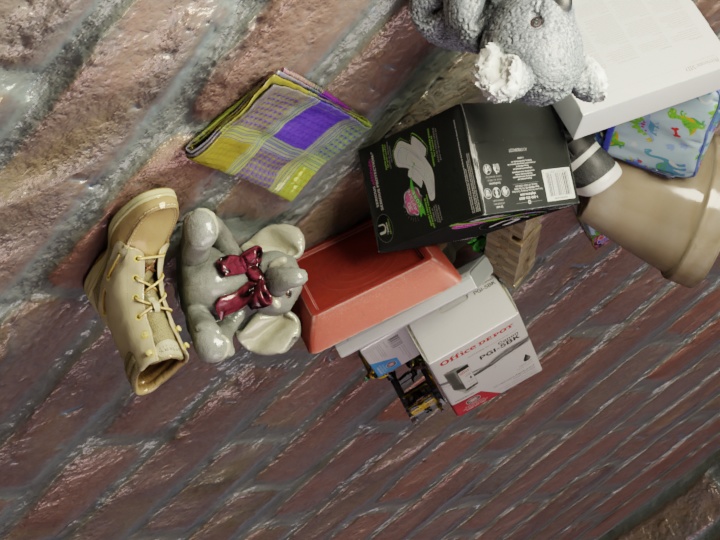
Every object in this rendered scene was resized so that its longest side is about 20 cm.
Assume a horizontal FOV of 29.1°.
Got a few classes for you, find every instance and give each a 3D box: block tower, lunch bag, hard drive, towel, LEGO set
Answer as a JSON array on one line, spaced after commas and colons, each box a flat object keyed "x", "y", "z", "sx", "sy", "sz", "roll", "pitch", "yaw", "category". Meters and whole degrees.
[{"x": 0.199, "y": -0.061, "z": 1.779, "sx": 0.054, "sy": 0.058, "sz": 0.201, "roll": -47, "pitch": 156, "yaw": -29, "category": "block tower"}, {"x": 0.352, "y": -0.203, "z": 1.664, "sx": 0.201, "sy": 0.159, "sz": 0.083, "roll": 95, "pitch": 19, "yaw": -61, "category": "lunch bag"}, {"x": 0.070, "y": 0.045, "z": 1.782, "sx": 0.199, "sy": 0.027, "sz": 0.132, "roll": -27, "pitch": -177, "yaw": 17, "category": "hard drive"}, {"x": -0.085, "y": -0.141, "z": 1.487, "sx": 0.143, "sy": 0.023, "sz": 0.199, "roll": -39, "pitch": 152, "yaw": 18, "category": "towel"}, {"x": 0.108, "y": 0.144, "z": 2.073, "sx": 0.199, "sy": 0.116, "sz": 0.154, "roll": -29, "pitch": 154, "yaw": -1, "category": "LEGO set"}]

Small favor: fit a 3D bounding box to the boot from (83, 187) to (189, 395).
[{"x": -0.225, "y": 0.024, "z": 1.490, "sx": 0.072, "sy": 0.156, "sz": 0.200, "roll": -4, "pitch": 145, "yaw": -40, "category": "boot"}]

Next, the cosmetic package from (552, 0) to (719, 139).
[{"x": 0.287, "y": -0.243, "z": 1.527, "sx": 0.198, "sy": 0.152, "sz": 0.052, "roll": -19, "pitch": 152, "yaw": -17, "category": "cosmetic package"}]

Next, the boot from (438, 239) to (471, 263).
[{"x": 0.120, "y": -0.072, "z": 1.775, "sx": 0.200, "sy": 0.075, "sz": 0.074, "roll": -43, "pitch": 150, "yaw": -13, "category": "boot"}]

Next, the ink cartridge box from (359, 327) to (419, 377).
[{"x": 0.085, "y": 0.058, "z": 1.955, "sx": 0.199, "sy": 0.068, "sz": 0.115, "roll": -29, "pitch": 153, "yaw": 2, "category": "ink cartridge box"}]

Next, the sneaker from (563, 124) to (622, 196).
[{"x": 0.245, "y": -0.150, "z": 1.749, "sx": 0.073, "sy": 0.112, "sz": 0.200, "roll": -39, "pitch": -168, "yaw": -19, "category": "sneaker"}]

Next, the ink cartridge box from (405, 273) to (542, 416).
[{"x": 0.158, "y": 0.104, "z": 1.927, "sx": 0.146, "sy": 0.083, "sz": 0.200, "roll": -30, "pitch": 149, "yaw": 2, "category": "ink cartridge box"}]

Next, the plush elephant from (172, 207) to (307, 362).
[{"x": -0.127, "y": 0.016, "z": 1.580, "sx": 0.153, "sy": 0.167, "sz": 0.200, "roll": -6, "pitch": 177, "yaw": -14, "category": "plush elephant"}]

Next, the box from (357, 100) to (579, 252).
[{"x": 0.118, "y": -0.105, "z": 1.555, "sx": 0.147, "sy": 0.126, "sz": 0.199, "roll": -8, "pitch": 175, "yaw": -36, "category": "box"}]

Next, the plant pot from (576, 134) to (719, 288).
[{"x": 0.382, "y": -0.099, "z": 1.810, "sx": 0.172, "sy": 0.201, "sz": 0.201, "roll": 18, "pitch": 144, "yaw": -1, "category": "plant pot"}]

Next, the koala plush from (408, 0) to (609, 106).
[{"x": 0.151, "y": -0.238, "z": 1.345, "sx": 0.176, "sy": 0.201, "sz": 0.184, "roll": -5, "pitch": 146, "yaw": -40, "category": "koala plush"}]

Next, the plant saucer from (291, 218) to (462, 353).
[{"x": 0.000, "y": 0.000, "z": 1.670, "sx": 0.198, "sy": 0.200, "sz": 0.037, "roll": -26, "pitch": 120, "yaw": -4, "category": "plant saucer"}]

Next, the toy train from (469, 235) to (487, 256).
[{"x": 0.182, "y": -0.041, "z": 1.910, "sx": 0.056, "sy": 0.042, "sz": 0.200, "roll": -43, "pitch": 152, "yaw": 5, "category": "toy train"}]

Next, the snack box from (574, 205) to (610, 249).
[{"x": 0.399, "y": -0.122, "z": 1.960, "sx": 0.199, "sy": 0.053, "sz": 0.142, "roll": -31, "pitch": 152, "yaw": 3, "category": "snack box"}]
